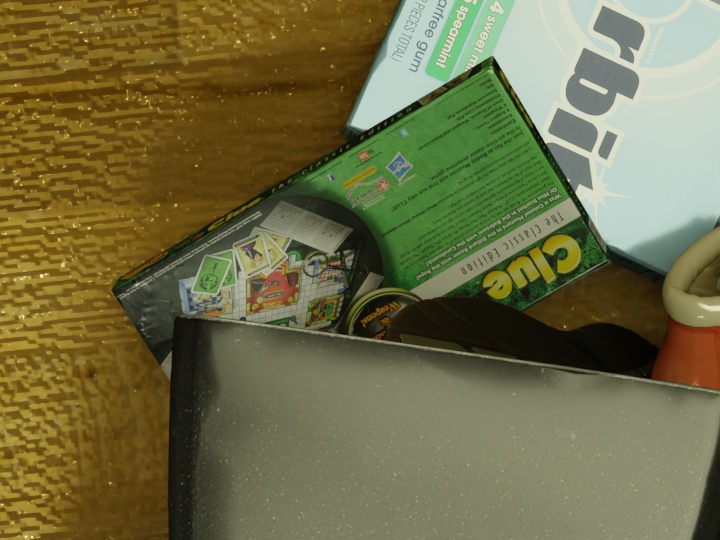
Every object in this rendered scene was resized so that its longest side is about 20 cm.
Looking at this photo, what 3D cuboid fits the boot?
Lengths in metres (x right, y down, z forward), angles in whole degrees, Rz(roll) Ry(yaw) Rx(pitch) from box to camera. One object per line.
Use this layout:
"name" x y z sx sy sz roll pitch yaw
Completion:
"boot" 0.199 0.011 1.082 0.199 0.075 0.108 -31 125 -36

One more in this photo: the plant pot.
"plant pot" 0.027 0.133 0.911 0.198 0.200 0.179 8 79 6

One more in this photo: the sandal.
"sandal" 0.079 0.056 1.085 0.082 0.199 0.055 46 114 29

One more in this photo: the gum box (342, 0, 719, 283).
"gum box" 0.116 -0.099 1.139 0.199 0.045 0.171 25 86 -3

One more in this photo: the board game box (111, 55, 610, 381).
"board game box" 0.000 0.000 1.108 0.199 0.023 0.105 -29 101 12
